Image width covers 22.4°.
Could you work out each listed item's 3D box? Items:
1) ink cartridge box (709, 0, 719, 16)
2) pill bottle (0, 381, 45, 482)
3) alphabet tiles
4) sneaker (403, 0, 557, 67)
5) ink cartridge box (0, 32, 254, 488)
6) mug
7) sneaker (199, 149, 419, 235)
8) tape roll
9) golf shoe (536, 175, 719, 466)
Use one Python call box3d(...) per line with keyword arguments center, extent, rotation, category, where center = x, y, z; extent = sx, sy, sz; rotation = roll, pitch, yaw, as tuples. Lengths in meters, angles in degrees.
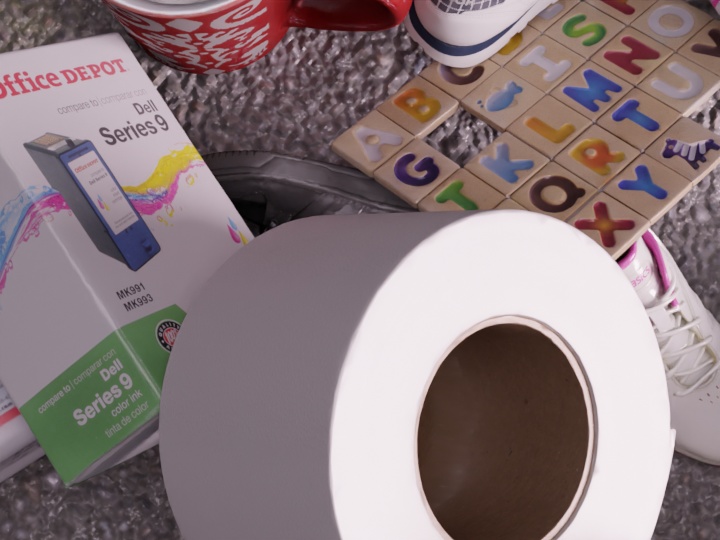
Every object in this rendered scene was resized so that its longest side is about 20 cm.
box3d(center=(0.248, -0.190, 0.968), extent=(0.144, 0.084, 0.201), rotation=(-30, 84, -33), category="ink cartridge box")
box3d(center=(-0.233, 0.017, 0.959), extent=(0.108, 0.109, 0.201), rotation=(-33, 85, -3), category="pill bottle")
box3d(center=(0.111, -0.084, 0.963), extent=(0.200, 0.008, 0.167), rotation=(-40, 55, -21), category="alphabet tiles")
box3d(center=(0.104, -0.195, 0.985), extent=(0.076, 0.081, 0.200), rotation=(36, 69, 11), category="sneaker")
box3d(center=(-0.137, -0.012, 0.928), extent=(0.087, 0.145, 0.201), rotation=(-39, 82, 30), category="ink cartridge box")
box3d(center=(-0.072, -0.156, 0.932), extent=(0.133, 0.200, 0.178), rotation=(-41, 86, -5), category="mug")
box3d(center=(0.000, 0.001, 0.986), extent=(0.198, 0.060, 0.105), rotation=(8, 80, -3), category="sneaker")
box3d(center=(0.025, 0.074, 0.840), extent=(0.202, 0.139, 0.204), rotation=(0, 90, -38), category="tape roll")
box3d(center=(0.149, 0.027, 0.970), extent=(0.075, 0.092, 0.200), rotation=(-43, 87, -6), category="golf shoe")
